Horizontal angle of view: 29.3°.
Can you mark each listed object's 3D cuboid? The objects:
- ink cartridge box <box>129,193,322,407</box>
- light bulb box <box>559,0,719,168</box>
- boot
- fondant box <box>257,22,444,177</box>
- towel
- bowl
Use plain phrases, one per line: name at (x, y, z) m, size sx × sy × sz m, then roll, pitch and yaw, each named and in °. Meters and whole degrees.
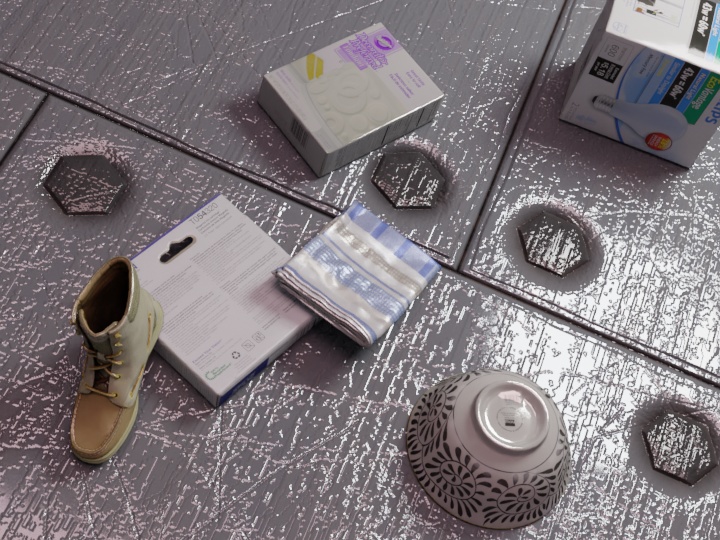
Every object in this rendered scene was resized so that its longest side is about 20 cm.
ink cartridge box at (-0.167, 0.032, 1.620) m, size 0.200 × 0.043 × 0.196 m, roll 42°, pitch 60°, yaw 16°
light bulb box at (0.401, -0.268, 1.852) m, size 0.200 × 0.198 × 0.125 m, roll 20°, pitch 58°, yaw 0°
boot at (-0.273, 0.096, 1.470) m, size 0.072 × 0.155 × 0.200 m, roll 15°, pitch 71°, yaw 7°
fondant box at (-0.013, -0.227, 1.808) m, size 0.200 × 0.058 × 0.144 m, roll -29°, pitch 69°, yaw -29°
towel at (0.000, 0.000, 1.660) m, size 0.147 × 0.024 × 0.200 m, roll 37°, pitch 41°, yaw 8°
bowl at (0.161, 0.185, 1.576) m, size 0.200 × 0.094 × 0.201 m, roll 7°, pitch 58°, yaw -11°
